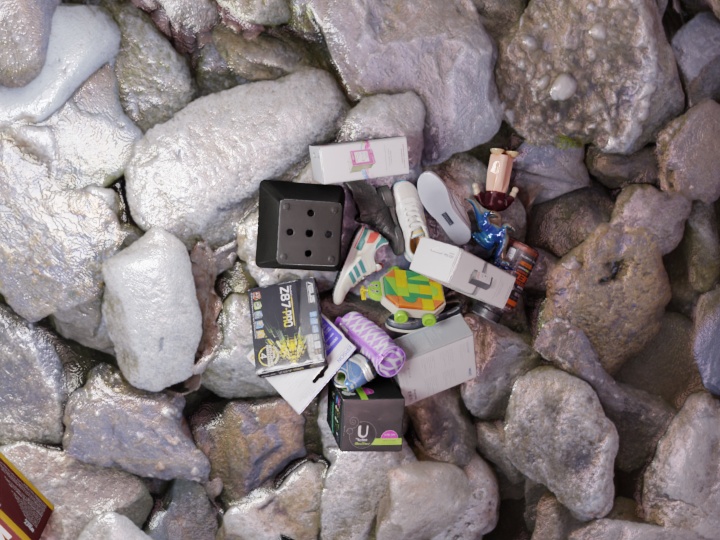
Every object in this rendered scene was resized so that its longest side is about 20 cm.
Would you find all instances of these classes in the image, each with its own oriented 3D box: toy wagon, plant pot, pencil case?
[{"bbox_3d":[0.098,0.054,1.687,0.197,0.156,0.040,7,134,-13],"label":"toy wagon"},{"bbox_3d":[-0.125,-0.091,1.601,0.197,0.177,0.203,3,97,-11],"label":"plant pot"},{"bbox_3d":[0.020,0.164,1.661,0.085,0.199,0.085,32,91,-43],"label":"pencil case"}]

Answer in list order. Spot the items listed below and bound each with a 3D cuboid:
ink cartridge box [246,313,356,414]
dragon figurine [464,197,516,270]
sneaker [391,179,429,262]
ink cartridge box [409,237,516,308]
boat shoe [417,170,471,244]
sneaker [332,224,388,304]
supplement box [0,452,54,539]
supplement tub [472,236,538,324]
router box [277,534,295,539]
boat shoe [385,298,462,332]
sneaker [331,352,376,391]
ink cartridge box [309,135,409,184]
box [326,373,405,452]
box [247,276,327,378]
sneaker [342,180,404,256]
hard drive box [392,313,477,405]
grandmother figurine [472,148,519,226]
[{"bbox_3d":[-0.132,0.191,1.652,0.198,0.043,0.200,-48,63,-2],"label":"ink cartridge box"},{"bbox_3d":[0.295,-0.084,1.694,0.199,0.059,0.100,40,98,14],"label":"dragon figurine"},{"bbox_3d":[0.125,-0.114,1.701,0.075,0.081,0.203,-16,100,-8],"label":"sneaker"},{"bbox_3d":[0.233,0.005,1.651,0.199,0.145,0.086,26,87,-37],"label":"ink cartridge box"},{"bbox_3d":[0.200,-0.155,1.721,0.073,0.066,0.201,-21,113,26],"label":"boat shoe"},{"bbox_3d":[0.000,-0.001,1.679,0.092,0.070,0.202,20,106,-6],"label":"sneaker"},{"bbox_3d":[-0.786,0.521,1.535,0.132,0.200,0.198,-39,104,-4],"label":"supplement box"},{"bbox_3d":[0.345,0.025,1.757,0.106,0.107,0.202,25,93,-14],"label":"supplement tub"},{"bbox_3d":[-0.143,0.764,1.784,0.198,0.052,0.159,28,92,-15],"label":"router box"},{"bbox_3d":[0.155,0.105,1.735,0.197,0.075,0.063,-3,120,-13],"label":"boat shoe"},{"bbox_3d":[-0.047,0.216,1.651,0.077,0.199,0.076,-36,114,-21],"label":"sneaker"},{"bbox_3d":[-0.006,-0.248,1.620,0.197,0.144,0.086,-7,101,-11],"label":"ink cartridge box"},{"bbox_3d":[0.008,0.324,1.677,0.146,0.200,0.126,1,98,-12],"label":"box"},{"bbox_3d":[-0.164,0.127,1.626,0.159,0.049,0.203,-10,69,4],"label":"box"},{"bbox_3d":[0.032,-0.123,1.693,0.103,0.060,0.203,-15,96,-10],"label":"sneaker"},{"bbox_3d":[0.171,0.214,1.729,0.197,0.077,0.157,-19,131,-9],"label":"hard drive box"},{"bbox_3d":[0.325,-0.189,1.746,0.119,0.061,0.203,7,94,-4],"label":"grandmother figurine"}]
